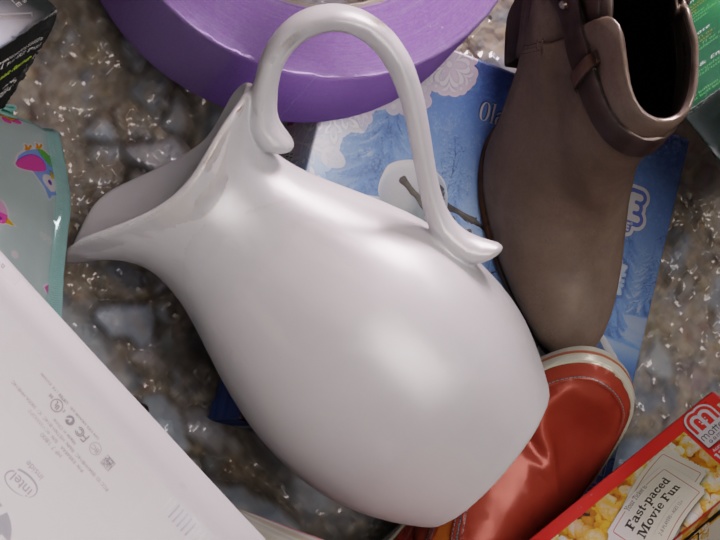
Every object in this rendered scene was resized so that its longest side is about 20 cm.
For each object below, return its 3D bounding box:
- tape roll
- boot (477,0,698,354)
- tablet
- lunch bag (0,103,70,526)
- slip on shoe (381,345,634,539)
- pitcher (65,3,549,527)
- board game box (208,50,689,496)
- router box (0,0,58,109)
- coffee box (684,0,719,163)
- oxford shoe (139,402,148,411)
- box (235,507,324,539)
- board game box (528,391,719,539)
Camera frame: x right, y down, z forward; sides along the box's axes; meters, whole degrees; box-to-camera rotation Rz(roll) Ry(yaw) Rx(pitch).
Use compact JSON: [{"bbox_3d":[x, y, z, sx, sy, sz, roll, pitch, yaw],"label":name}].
[{"bbox_3d":[-0.026,-0.172,1.114,0.199,0.066,0.201,4,75,-16],"label":"tape roll"},{"bbox_3d":[0.107,-0.063,1.107,0.070,0.146,0.201,-7,88,-18],"label":"boot"},{"bbox_3d":[-0.136,0.086,0.952,0.200,0.014,0.130,48,63,-12],"label":"tablet"},{"bbox_3d":[-0.211,0.010,1.012,0.170,0.122,0.201,14,64,-24],"label":"lunch bag"},{"bbox_3d":[0.057,0.120,1.135,0.074,0.061,0.200,39,97,-26],"label":"slip on shoe"},{"bbox_3d":[0.000,0.000,1.056,0.200,0.121,0.172,42,112,-10],"label":"pitcher"},{"bbox_3d":[0.046,0.002,1.182,0.199,0.043,0.200,18,80,-24],"label":"board game box"},{"bbox_3d":[-0.240,-0.120,0.969,0.200,0.062,0.150,42,37,2],"label":"router box"},{"bbox_3d":[0.191,-0.071,1.176,0.044,0.200,0.123,-37,108,13],"label":"coffee box"},{"bbox_3d":[-0.155,0.146,1.080,0.071,0.071,0.201,16,81,4],"label":"oxford shoe"},{"bbox_3d":[-0.015,0.216,1.043,0.109,0.128,0.200,-47,133,-28],"label":"box"},{"bbox_3d":[0.105,0.166,1.152,0.200,0.152,0.046,-36,61,-23],"label":"board game box"}]
